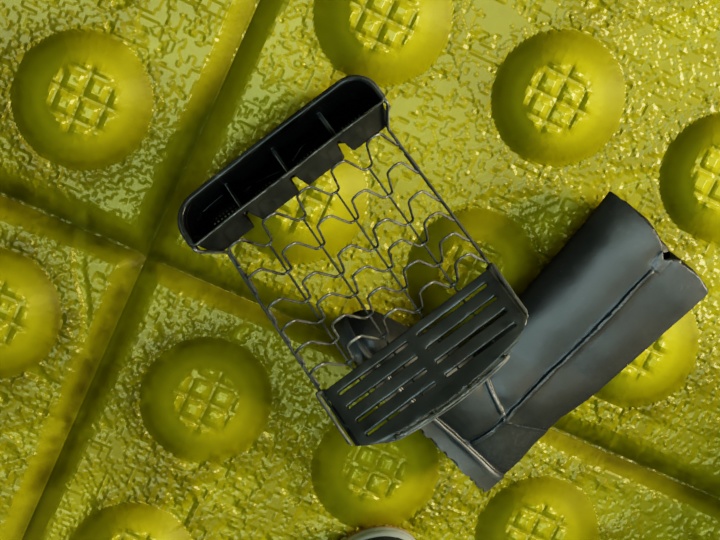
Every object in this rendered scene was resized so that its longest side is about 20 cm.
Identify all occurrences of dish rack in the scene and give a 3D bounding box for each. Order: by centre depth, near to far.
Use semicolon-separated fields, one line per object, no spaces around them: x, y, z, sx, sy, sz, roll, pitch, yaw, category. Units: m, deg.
0.000;0.000;0.944;0.153;0.055;0.201;-37;73;5;dish rack

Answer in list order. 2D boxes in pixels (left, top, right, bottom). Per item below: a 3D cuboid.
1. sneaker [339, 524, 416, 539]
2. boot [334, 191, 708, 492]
-0.030;0.261;1.042;0.200;0.088;0.076;-44;104;6;sneaker
0.105;0.025;0.998;0.200;0.066;0.165;-42;114;10;boot
